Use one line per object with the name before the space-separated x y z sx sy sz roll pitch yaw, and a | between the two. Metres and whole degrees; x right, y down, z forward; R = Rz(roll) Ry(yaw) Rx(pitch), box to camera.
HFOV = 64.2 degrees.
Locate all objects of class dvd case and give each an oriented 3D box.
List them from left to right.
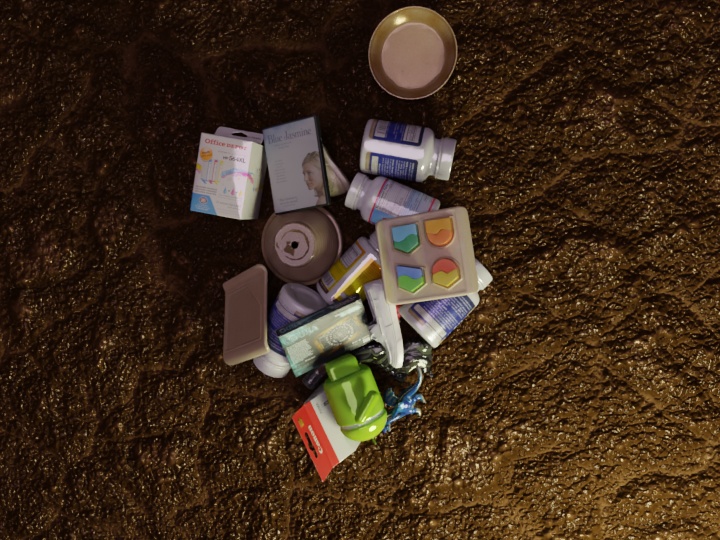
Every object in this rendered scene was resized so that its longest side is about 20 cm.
dvd case | -0.145 -0.236 1.293 0.142 0.018 0.202 -8 92 24

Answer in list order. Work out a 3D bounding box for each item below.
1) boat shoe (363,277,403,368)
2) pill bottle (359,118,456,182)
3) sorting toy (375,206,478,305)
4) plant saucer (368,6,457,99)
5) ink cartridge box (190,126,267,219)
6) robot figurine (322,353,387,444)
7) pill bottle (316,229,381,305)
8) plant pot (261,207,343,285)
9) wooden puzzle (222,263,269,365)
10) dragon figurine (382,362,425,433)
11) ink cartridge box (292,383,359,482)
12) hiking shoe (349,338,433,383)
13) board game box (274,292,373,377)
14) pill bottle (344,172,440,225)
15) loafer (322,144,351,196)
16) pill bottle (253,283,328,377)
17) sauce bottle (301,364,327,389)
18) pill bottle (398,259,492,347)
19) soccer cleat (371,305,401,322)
boat shoe | 0.048 0.120 1.266 0.068 0.072 0.202 -11 99 -9
pill bottle | 0.106 -0.261 1.274 0.198 0.120 0.121 12 97 6
sorting toy | 0.138 -0.031 1.209 0.198 0.036 0.187 -8 84 10
plant saucer | 0.118 -0.485 1.294 0.198 0.035 0.202 1 95 8
ink cartridge box | -0.299 -0.227 1.326 0.127 0.125 0.202 10 97 6
robot figurine | -0.012 0.292 1.295 0.115 0.175 0.201 -22 91 -12
pill bottle | 0.000 0.000 1.317 0.109 0.109 0.200 45 99 2
plant pot | -0.143 -0.061 1.339 0.199 0.093 0.203 1 96 8
wooden puzzle | -0.262 0.105 1.329 0.184 0.037 0.202 -24 66 45
dragon figurine | 0.091 0.303 1.323 0.099 0.059 0.201 -10 136 -19
ink cartridge box | -0.070 0.357 1.312 0.050 0.200 0.162 -25 92 17
hiking shoe | 0.072 0.217 1.344 0.198 0.076 0.102 -4 91 7
board game box | -0.076 0.143 1.273 0.199 0.028 0.136 -24 128 -10
pill bottle | 0.070 -0.145 1.294 0.199 0.109 0.109 24 98 5
loafer | -0.100 -0.253 1.323 0.068 0.076 0.201 -37 90 3
pill bottle | -0.168 0.143 1.333 0.119 0.120 0.201 31 108 4
sauce bottle | -0.067 0.194 1.365 0.065 0.065 0.200 40 98 2
pill bottle | 0.192 0.060 1.279 0.120 0.120 0.200 45 89 1
soccer cleat | 0.073 0.065 1.344 0.076 0.066 0.201 40 107 34
